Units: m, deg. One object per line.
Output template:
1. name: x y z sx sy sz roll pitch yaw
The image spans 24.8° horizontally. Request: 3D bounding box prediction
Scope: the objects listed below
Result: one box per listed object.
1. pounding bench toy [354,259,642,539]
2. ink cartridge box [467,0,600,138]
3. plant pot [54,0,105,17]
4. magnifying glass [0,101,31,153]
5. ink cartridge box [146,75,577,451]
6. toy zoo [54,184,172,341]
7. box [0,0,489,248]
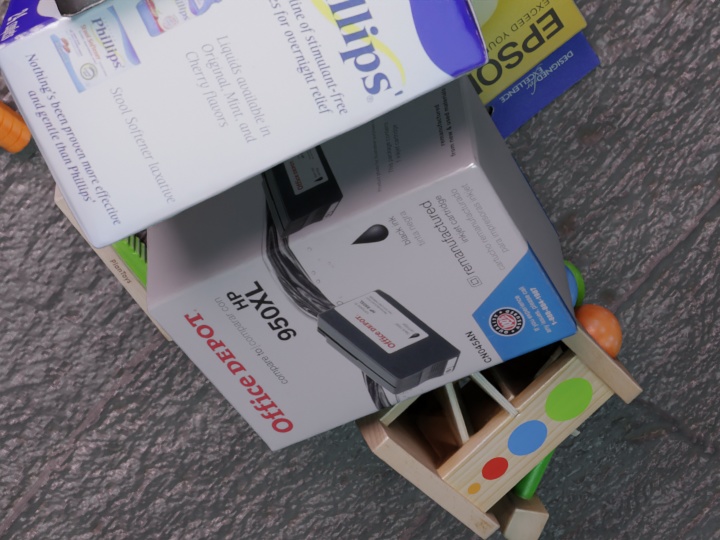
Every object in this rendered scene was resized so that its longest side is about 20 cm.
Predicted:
1. pounding bench toy: 0.099 0.072 1.052 0.156 0.125 0.200 -43 128 8
2. ink cartridge box: 0.029 -0.119 0.946 0.197 0.047 0.200 -38 127 5
3. plant pot: -0.089 -0.251 0.720 0.198 0.200 0.179 -27 114 -4
4. magnifying glass: -0.238 -0.117 0.820 0.022 0.080 0.200 -43 138 4
5. ink cartridge box: 0.000 0.000 0.906 0.198 0.085 0.145 -23 132 17
6. toy zoo: -0.056 -0.039 0.937 0.198 0.021 0.132 -22 131 15
7. box: -0.061 -0.122 0.783 0.198 0.184 0.106 -25 112 1
